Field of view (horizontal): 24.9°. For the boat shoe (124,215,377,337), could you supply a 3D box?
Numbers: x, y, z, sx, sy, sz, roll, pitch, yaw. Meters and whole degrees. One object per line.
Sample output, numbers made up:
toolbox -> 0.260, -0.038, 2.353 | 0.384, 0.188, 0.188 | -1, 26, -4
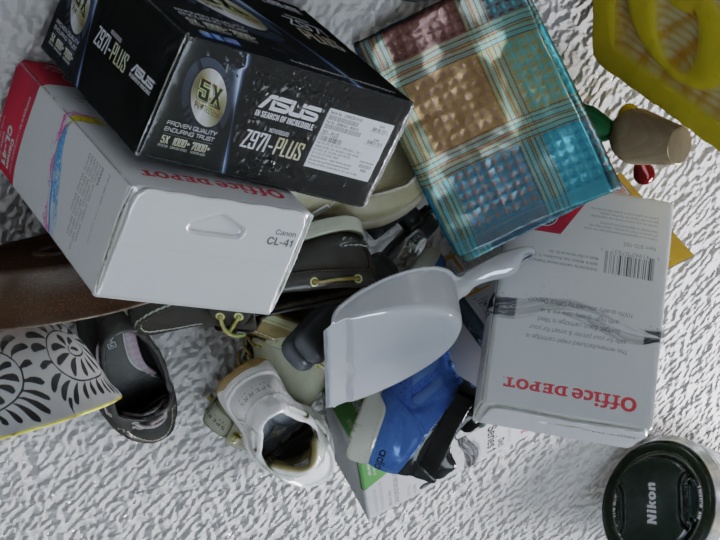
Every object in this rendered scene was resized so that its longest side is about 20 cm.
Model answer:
boat shoe -> -0.086, 0.016, 1.268 | 0.199, 0.061, 0.072 | -18, 161, -2

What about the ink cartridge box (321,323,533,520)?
ink cartridge box -> 0.071, 0.130, 1.542 | 0.198, 0.085, 0.147 | -26, 149, -10

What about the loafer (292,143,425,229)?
loafer -> -0.029, -0.074, 1.294 | 0.198, 0.076, 0.069 | -15, 142, -22

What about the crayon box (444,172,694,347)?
crayon box -> 0.186, 0.006, 1.481 | 0.198, 0.126, 0.052 | -26, 140, -11

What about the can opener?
can opener -> 0.000, 0.000, 1.356 | 0.200, 0.066, 0.053 | -51, -171, -29

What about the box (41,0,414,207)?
box -> -0.090, -0.134, 1.118 | 0.198, 0.164, 0.087 | 12, 113, -40

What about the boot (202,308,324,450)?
boot -> -0.093, 0.079, 1.403 | 0.199, 0.072, 0.155 | 19, 119, -45

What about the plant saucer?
plant saucer -> -0.213, 0.000, 1.175 | 0.198, 0.200, 0.037 | -14, 104, -24

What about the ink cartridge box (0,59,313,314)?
ink cartridge box -> -0.148, -0.060, 1.123 | 0.146, 0.200, 0.086 | 7, 117, -37

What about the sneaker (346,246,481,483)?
sneaker -> 0.068, 0.087, 1.432 | 0.077, 0.110, 0.202 | 100, 9, -73

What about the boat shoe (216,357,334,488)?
boat shoe -> -0.062, 0.150, 1.389 | 0.071, 0.070, 0.200 | -37, 147, -1

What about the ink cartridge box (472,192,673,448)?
ink cartridge box -> 0.178, 0.038, 1.375 | 0.143, 0.203, 0.083 | 10, 163, -1

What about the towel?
towel -> 0.100, -0.119, 1.279 | 0.145, 0.022, 0.202 | -24, 108, 12

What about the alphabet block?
alphabet block -> 0.313, -0.234, 1.262 | 0.199, 0.196, 0.197 | -32, 139, -20

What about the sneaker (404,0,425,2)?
sneaker -> 0.080, -0.272, 1.188 | 0.199, 0.071, 0.099 | -31, 142, 4

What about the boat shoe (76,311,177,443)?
boat shoe -> -0.191, 0.093, 1.356 | 0.066, 0.057, 0.201 | -25, 139, -11

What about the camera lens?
camera lens -> 0.382, 0.283, 1.861 | 0.199, 0.160, 0.160 | 23, 114, -46

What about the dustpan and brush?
dustpan and brush -> 0.057, 0.030, 1.301 | 0.198, 0.058, 0.140 | -16, 149, -10

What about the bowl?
bowl -> -0.285, 0.075, 1.220 | 0.198, 0.200, 0.095 | -14, 92, -24

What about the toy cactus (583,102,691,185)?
toy cactus -> 0.196, -0.110, 1.350 | 0.199, 0.164, 0.103 | 27, 85, -41
